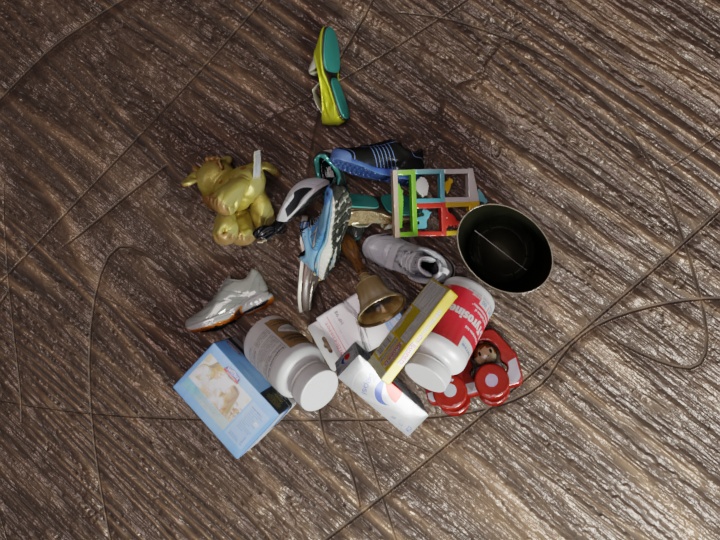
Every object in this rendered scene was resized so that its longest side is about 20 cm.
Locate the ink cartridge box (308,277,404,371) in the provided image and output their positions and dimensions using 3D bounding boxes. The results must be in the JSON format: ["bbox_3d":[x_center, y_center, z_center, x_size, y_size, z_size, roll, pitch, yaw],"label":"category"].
[{"bbox_3d":[-0.009,0.115,1.336,0.198,0.067,0.117,-32,85,8],"label":"ink cartridge box"}]

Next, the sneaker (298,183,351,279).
[{"bbox_3d":[-0.079,-0.078,1.244,0.089,0.078,0.202,27,126,13],"label":"sneaker"}]

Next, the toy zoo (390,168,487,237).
[{"bbox_3d":[0.158,-0.134,1.294,0.197,0.020,0.134,-2,92,-12],"label":"toy zoo"}]

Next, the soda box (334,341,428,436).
[{"bbox_3d":[0.042,0.235,1.291,0.200,0.068,0.063,43,96,-16],"label":"soda box"}]

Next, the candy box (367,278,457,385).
[{"bbox_3d":[0.092,0.108,1.191,0.026,0.102,0.201,38,91,-19],"label":"candy box"}]

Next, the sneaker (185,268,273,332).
[{"bbox_3d":[-0.286,0.064,1.390,0.198,0.076,0.093,-24,79,1],"label":"sneaker"}]

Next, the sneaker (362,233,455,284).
[{"bbox_3d":[0.092,-0.026,1.295,0.197,0.115,0.076,20,92,9],"label":"sneaker"}]

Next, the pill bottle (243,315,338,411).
[{"bbox_3d":[-0.136,0.184,1.293,0.199,0.114,0.115,35,97,41],"label":"pill bottle"}]

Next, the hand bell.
[{"bbox_3d":[0.000,0.000,1.278,0.103,0.104,0.202,-32,61,8],"label":"hand bell"}]

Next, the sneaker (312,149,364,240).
[{"bbox_3d":[-0.053,-0.153,1.333,0.077,0.091,0.203,-24,86,10],"label":"sneaker"}]

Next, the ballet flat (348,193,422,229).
[{"bbox_3d":[0.034,-0.116,1.314,0.197,0.066,0.071,4,46,-23],"label":"ballet flat"}]

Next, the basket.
[{"bbox_3d":[0.266,-0.037,1.221,0.179,0.200,0.137,37,96,9],"label":"basket"}]

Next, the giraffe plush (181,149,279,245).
[{"bbox_3d":[-0.280,-0.167,1.353,0.161,0.172,0.203,21,105,30],"label":"giraffe plush"}]

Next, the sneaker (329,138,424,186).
[{"bbox_3d":[0.035,-0.227,1.308,0.197,0.070,0.079,12,81,-19],"label":"sneaker"}]

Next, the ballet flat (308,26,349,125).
[{"bbox_3d":[-0.074,-0.399,1.355,0.066,0.067,0.203,-10,90,31],"label":"ballet flat"}]

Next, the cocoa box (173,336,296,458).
[{"bbox_3d":[-0.256,0.256,1.347,0.200,0.131,0.133,45,97,7],"label":"cocoa box"}]

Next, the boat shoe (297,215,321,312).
[{"bbox_3d":[-0.099,-0.011,1.352,0.058,0.072,0.204,3,98,-6],"label":"boat shoe"}]

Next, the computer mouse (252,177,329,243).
[{"bbox_3d":[-0.137,-0.130,1.304,0.199,0.109,0.044,-40,86,32],"label":"computer mouse"}]

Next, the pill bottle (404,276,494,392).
[{"bbox_3d":[0.164,0.120,1.225,0.111,0.113,0.201,29,63,8],"label":"pill bottle"}]

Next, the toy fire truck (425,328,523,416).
[{"bbox_3d":[0.209,0.185,1.286,0.197,0.112,0.170,-16,69,9],"label":"toy fire truck"}]
